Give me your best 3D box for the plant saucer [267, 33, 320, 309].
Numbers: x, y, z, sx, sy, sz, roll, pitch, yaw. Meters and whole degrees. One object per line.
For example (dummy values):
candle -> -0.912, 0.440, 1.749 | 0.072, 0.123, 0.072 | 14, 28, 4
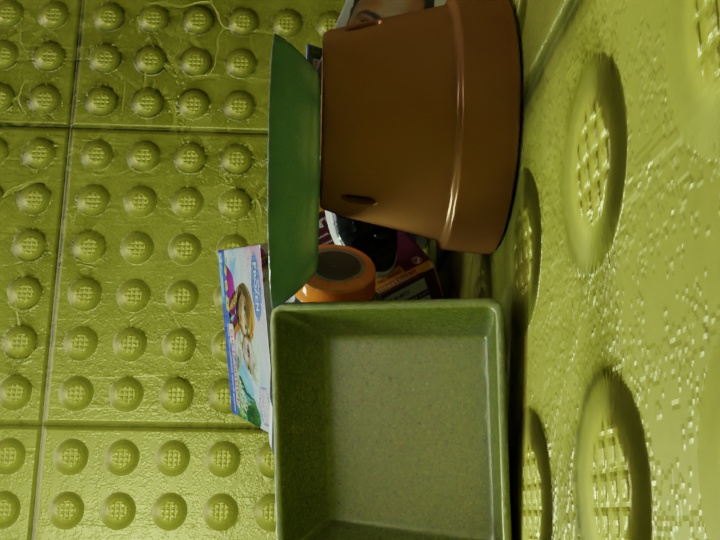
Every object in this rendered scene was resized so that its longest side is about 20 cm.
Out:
plant saucer -> -0.048, -0.072, 0.694 | 0.200, 0.035, 0.203 | 180, 90, -86

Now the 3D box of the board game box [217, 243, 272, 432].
board game box -> -0.113, 0.072, 1.048 | 0.199, 0.041, 0.203 | 176, 89, -69

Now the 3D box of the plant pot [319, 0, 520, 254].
plant pot -> 0.037, -0.114, 0.732 | 0.200, 0.138, 0.203 | 180, 90, -88

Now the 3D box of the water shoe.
water shoe -> 0.010, -0.092, 0.851 | 0.079, 0.071, 0.203 | 0, 99, 57

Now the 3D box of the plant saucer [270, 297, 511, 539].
plant saucer -> 0.027, 0.122, 0.688 | 0.048, 0.198, 0.203 | 0, -92, -57

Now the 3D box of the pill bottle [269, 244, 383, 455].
pill bottle -> -0.028, 0.079, 0.825 | 0.107, 0.105, 0.202 | -93, 6, -57

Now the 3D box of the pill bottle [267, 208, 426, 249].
pill bottle -> -0.017, -0.080, 1.178 | 0.114, 0.197, 0.115 | -178, 90, -87

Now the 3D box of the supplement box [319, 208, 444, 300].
supplement box -> 0.000, 0.000, 0.973 | 0.200, 0.109, 0.086 | 54, 168, 52

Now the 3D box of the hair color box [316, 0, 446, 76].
hair color box -> 0.011, -0.200, 0.944 | 0.061, 0.101, 0.202 | -1, -65, -83

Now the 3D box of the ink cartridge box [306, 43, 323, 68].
ink cartridge box -> 0.009, -0.211, 1.168 | 0.199, 0.042, 0.121 | 2, -91, -49
